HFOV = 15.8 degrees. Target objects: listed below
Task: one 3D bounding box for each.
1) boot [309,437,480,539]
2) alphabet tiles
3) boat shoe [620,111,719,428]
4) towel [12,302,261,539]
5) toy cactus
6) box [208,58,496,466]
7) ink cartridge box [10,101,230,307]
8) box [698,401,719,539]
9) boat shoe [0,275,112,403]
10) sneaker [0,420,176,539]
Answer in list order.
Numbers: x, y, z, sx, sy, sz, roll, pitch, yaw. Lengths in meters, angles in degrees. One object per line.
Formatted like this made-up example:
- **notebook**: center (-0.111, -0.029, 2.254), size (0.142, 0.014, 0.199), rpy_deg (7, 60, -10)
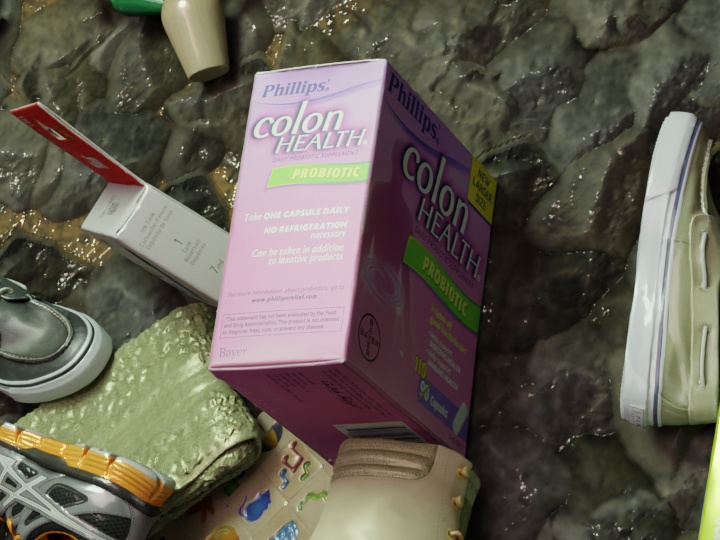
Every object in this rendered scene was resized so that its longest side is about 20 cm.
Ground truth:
- **boot**: center (0.057, 0.188, 1.562), size (0.198, 0.073, 0.156), rpy_deg (16, 51, 10)
- **alphabet tiles**: center (-0.078, 0.166, 1.705), size (0.200, 0.008, 0.167), rpy_deg (-46, 52, 5)
- **boat shoe**: center (0.199, 0.002, 1.581), size (0.061, 0.072, 0.202), rpy_deg (6, 74, 8)
- **towel**: center (-0.161, 0.123, 1.752), size (0.200, 0.036, 0.149), rpy_deg (-37, 48, 14)
- **toy cactus**: center (-0.129, -0.216, 1.879), size (0.199, 0.102, 0.166), rpy_deg (-20, 78, 20)
- **box**: center (0.000, 0.000, 1.623), size (0.096, 0.176, 0.202), rpy_deg (-5, 64, 26)
- **ink cartridge box**: center (-0.157, -0.041, 1.692), size (0.045, 0.176, 0.200), rpy_deg (-57, 11, -5)
- **box**: center (0.230, 0.146, 1.447), size (0.047, 0.122, 0.202), rpy_deg (1, 69, 30)
- **boat shoe**: center (-0.258, 0.039, 1.816), size (0.199, 0.071, 0.072), rpy_deg (10, 58, 43)
- **sneaker**: center (-0.211, 0.146, 1.702), size (0.199, 0.078, 0.078), rpy_deg (11, 80, 43)
